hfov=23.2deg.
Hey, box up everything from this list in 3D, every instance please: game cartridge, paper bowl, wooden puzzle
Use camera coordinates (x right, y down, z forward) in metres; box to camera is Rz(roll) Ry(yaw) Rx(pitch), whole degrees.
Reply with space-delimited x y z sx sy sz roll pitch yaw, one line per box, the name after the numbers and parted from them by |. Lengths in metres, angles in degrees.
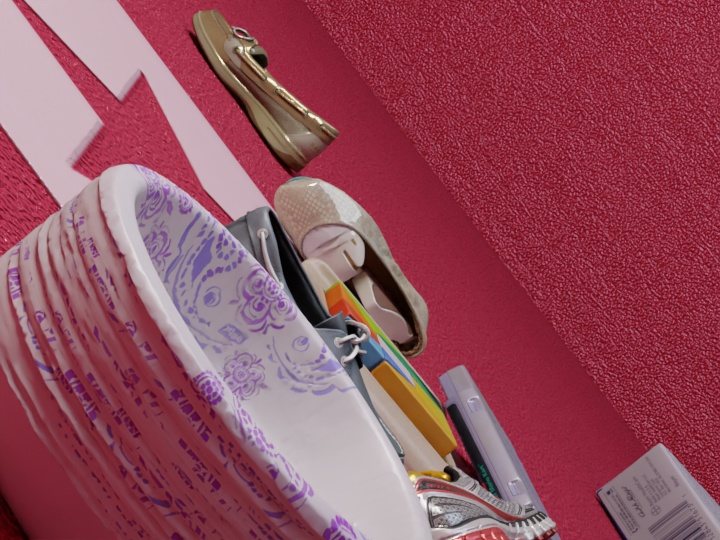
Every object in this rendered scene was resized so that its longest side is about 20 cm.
0.123 0.181 1.417 0.130 0.038 0.200 52 9 -41 | game cartridge
-0.069 0.066 0.681 0.201 0.104 0.201 51 8 -10 | paper bowl
0.019 0.079 1.342 0.185 0.037 0.200 51 9 -11 | wooden puzzle

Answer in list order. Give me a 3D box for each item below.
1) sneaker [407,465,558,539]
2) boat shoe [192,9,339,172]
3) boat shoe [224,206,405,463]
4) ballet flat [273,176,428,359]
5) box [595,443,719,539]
0.068 0.160 1.127 0.082 0.078 0.200 53 8 18 | sneaker
-0.098 -0.192 1.762 0.201 0.063 0.073 56 9 22 | boat shoe
-0.028 0.048 1.131 0.200 0.062 0.073 52 8 3 | boat shoe
0.000 0.000 1.489 0.200 0.067 0.062 47 19 -31 | ballet flat
0.399 0.337 2.088 0.200 0.105 0.184 44 11 -42 | box
